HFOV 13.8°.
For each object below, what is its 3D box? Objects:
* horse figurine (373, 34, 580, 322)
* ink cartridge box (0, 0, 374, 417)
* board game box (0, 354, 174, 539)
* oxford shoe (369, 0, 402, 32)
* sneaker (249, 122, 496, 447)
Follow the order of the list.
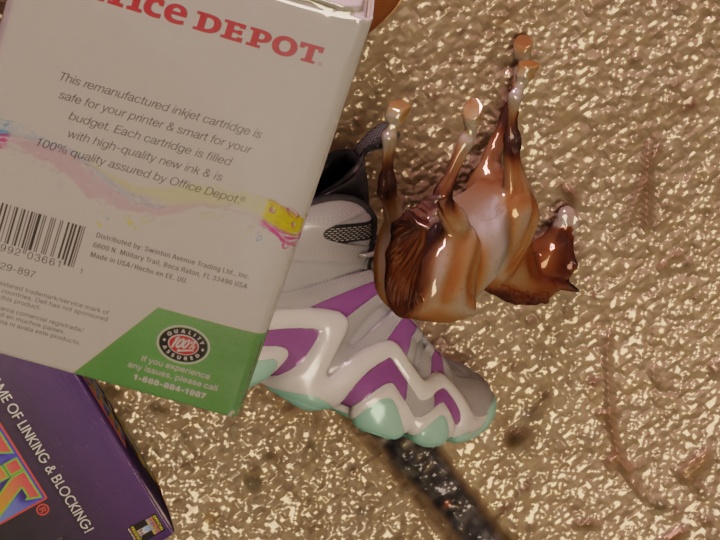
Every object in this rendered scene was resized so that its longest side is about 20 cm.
[{"bbox_3d":[0.049,-0.026,1.366,0.050,0.200,0.133,15,114,23],"label":"horse figurine"},{"bbox_3d":[-0.090,-0.058,1.257,0.145,0.088,0.201,16,119,-7],"label":"ink cartridge box"},{"bbox_3d":[-0.206,0.078,1.394,0.165,0.057,0.200,-29,118,1],"label":"board game box"},{"bbox_3d":[-0.066,-0.102,1.339,0.199,0.071,0.072,-20,113,-8],"label":"oxford shoe"},{"bbox_3d":[0.000,0.000,1.400,0.199,0.078,0.140,16,97,-36],"label":"sneaker"}]
